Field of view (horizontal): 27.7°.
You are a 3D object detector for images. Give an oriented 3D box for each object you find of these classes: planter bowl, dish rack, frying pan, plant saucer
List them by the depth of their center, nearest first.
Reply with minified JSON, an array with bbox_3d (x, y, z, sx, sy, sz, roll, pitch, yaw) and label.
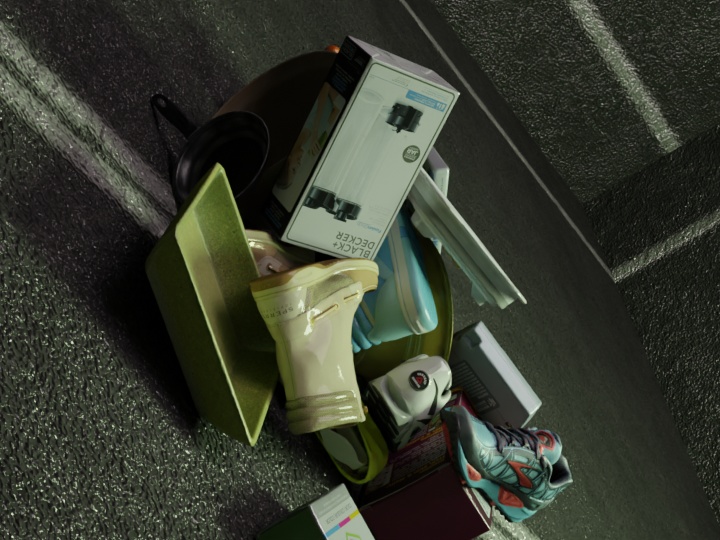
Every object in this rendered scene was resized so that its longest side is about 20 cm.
[{"bbox_3d":[-0.130,0.029,1.278,0.200,0.047,0.201,-74,148,-69],"label":"plant saucer"},{"bbox_3d":[-0.164,-0.114,1.473,0.189,0.116,0.031,14,-20,39],"label":"frying pan"},{"bbox_3d":[-0.060,-0.117,1.552,0.135,0.199,0.201,51,17,-32],"label":"planter bowl"},{"bbox_3d":[0.096,-0.040,1.560,0.172,0.043,0.200,49,6,-19],"label":"dish rack"},{"bbox_3d":[0.017,0.053,1.617,0.083,0.201,0.202,0,51,-27],"label":"planter bowl"}]

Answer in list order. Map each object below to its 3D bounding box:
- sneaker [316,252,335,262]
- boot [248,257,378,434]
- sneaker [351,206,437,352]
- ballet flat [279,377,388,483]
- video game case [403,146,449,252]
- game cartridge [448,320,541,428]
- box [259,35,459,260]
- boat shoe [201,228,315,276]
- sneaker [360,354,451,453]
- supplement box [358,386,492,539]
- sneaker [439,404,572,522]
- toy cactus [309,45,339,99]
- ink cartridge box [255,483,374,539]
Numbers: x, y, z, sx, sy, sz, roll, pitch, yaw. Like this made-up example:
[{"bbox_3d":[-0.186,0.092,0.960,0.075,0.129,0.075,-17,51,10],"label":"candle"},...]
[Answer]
[{"bbox_3d":[-0.026,-0.034,1.761,0.199,0.073,0.113,19,46,-55],"label":"sneaker"},{"bbox_3d":[-0.027,0.070,1.381,0.200,0.072,0.157,-11,86,-66],"label":"boot"},{"bbox_3d":[0.000,0.000,1.532,0.201,0.130,0.080,-101,164,-46],"label":"sneaker"},{"bbox_3d":[-0.038,0.125,1.437,0.201,0.066,0.067,58,26,-11],"label":"ballet flat"},{"bbox_3d":[0.060,-0.084,1.766,0.200,0.022,0.184,-118,-153,-56],"label":"video game case"},{"bbox_3d":[0.112,0.143,1.642,0.040,0.200,0.134,-35,92,-38],"label":"game cartridge"},{"bbox_3d":[-0.002,-0.113,1.429,0.116,0.201,0.060,17,19,-35],"label":"box"},{"bbox_3d":[-0.105,0.002,1.428,0.199,0.071,0.065,10,71,-55],"label":"boat shoe"},{"bbox_3d":[0.051,0.128,1.458,0.074,0.088,0.200,57,-12,5],"label":"sneaker"},{"bbox_3d":[0.075,0.215,1.530,0.086,0.110,0.200,57,16,-12],"label":"supplement box"},{"bbox_3d":[0.148,0.175,1.445,0.200,0.095,0.080,44,23,-49],"label":"sneaker"},{"bbox_3d":[0.002,-0.205,1.703,0.163,0.103,0.200,9,12,-17],"label":"toy cactus"},{"bbox_3d":[-0.004,0.290,1.242,0.201,0.059,0.104,61,15,6],"label":"ink cartridge box"}]
